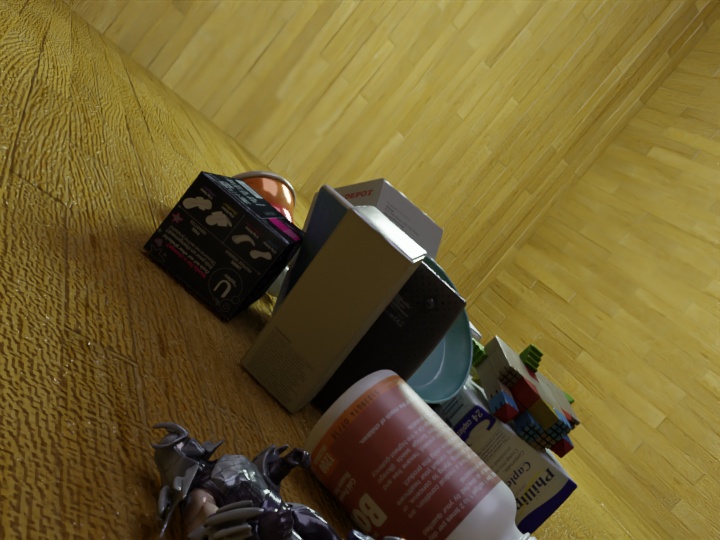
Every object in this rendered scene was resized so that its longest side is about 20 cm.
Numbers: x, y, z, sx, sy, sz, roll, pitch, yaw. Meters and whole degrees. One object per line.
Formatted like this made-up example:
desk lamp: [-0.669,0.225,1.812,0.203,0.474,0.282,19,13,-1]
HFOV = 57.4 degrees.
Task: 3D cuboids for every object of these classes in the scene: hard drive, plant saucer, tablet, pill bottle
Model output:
hard drive: [0.007,0.063,0.702,0.135,0.201,0.042,42,18,8]
plant saucer: [0.064,0.069,0.826,0.199,0.036,0.202,22,56,-36]
tablet: [-0.051,0.009,0.787,0.014,0.202,0.130,11,19,-30]
pill bottle: [0.053,0.188,0.541,0.200,0.112,0.112,43,6,23]

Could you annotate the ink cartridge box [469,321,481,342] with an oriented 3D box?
ink cartridge box: [0.162,0.144,1.403,0.084,0.145,0.200,38,7,-10]

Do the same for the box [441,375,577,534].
box: [0.178,0.246,0.950,0.199,0.105,0.184,39,7,-13]

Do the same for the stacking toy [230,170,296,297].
stacking toy: [-0.151,-0.040,1.015,0.146,0.145,0.201,34,28,-49]

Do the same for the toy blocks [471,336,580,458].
toy blocks: [0.234,0.183,0.899,0.199,0.100,0.137,38,18,-20]

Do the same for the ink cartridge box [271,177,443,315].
ink cartridge box: [0.000,0.000,0.922,0.146,0.202,0.144,-2,-28,46]

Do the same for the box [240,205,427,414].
box: [-0.028,0.038,0.650,0.082,0.201,0.068,42,18,10]

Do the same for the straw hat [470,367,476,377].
straw hat: [0.120,0.186,1.086,0.085,0.202,0.201,-28,61,-38]

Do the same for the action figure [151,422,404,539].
action figure: [-0.044,0.153,0.392,0.199,0.070,0.130,38,11,-1]

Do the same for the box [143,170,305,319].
box: [-0.157,-0.035,0.815,0.132,0.115,0.200,39,5,-2]

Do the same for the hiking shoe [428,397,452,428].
hiking shoe: [0.098,0.231,0.784,0.101,0.075,0.201,48,11,-26]
